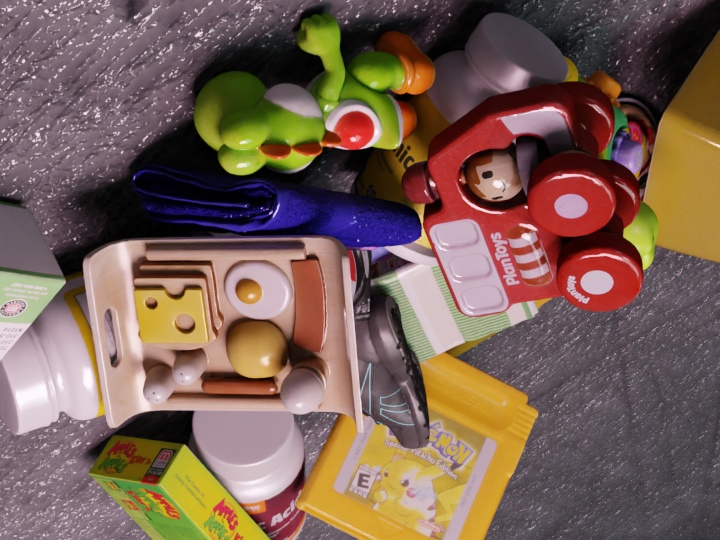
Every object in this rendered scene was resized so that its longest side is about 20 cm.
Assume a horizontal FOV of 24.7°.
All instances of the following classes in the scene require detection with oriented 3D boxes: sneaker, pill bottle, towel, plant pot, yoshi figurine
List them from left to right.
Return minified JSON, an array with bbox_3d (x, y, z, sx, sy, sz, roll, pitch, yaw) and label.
[{"bbox_3d":[-0.195,0.050,1.303,0.199,0.114,0.114,-20,149,-23],"label":"pill bottle"},{"bbox_3d":[-0.110,0.193,1.610,0.114,0.114,0.200,-25,151,-16],"label":"pill bottle"},{"bbox_3d":[-0.061,-0.043,1.276,0.200,0.147,0.050,6,93,-54],"label":"towel"},{"bbox_3d":[-0.045,-0.127,1.235,0.200,0.113,0.112,-22,-175,-43],"label":"yoshi figurine"},{"bbox_3d":[0.014,0.095,1.497,0.079,0.076,0.200,-13,135,8],"label":"sneaker"},{"bbox_3d":[0.055,0.034,1.505,0.199,0.023,0.153,-23,144,4],"label":"towel"},{"bbox_3d":[0.083,-0.109,1.350,0.111,0.111,0.200,-3,139,-44],"label":"pill bottle"},{"bbox_3d":[0.388,-0.113,1.517,0.200,0.176,0.200,-53,159,-25],"label":"plant pot"}]

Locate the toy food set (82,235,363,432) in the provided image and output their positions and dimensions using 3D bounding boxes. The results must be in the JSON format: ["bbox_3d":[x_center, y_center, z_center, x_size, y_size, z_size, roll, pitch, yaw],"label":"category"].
[{"bbox_3d":[-0.098,0.052,1.202,0.199,0.060,0.144,0,114,11],"label":"toy food set"}]

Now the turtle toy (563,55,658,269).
[{"bbox_3d":[0.189,-0.086,1.408,0.101,0.201,0.146,-7,159,-21],"label":"turtle toy"}]

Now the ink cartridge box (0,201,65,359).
[{"bbox_3d":[-0.331,0.039,1.174,0.200,0.084,0.146,-48,148,23],"label":"ink cartridge box"}]

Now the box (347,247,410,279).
[{"bbox_3d":[0.000,0.000,1.506,0.200,0.039,0.137,-27,152,-12],"label":"box"}]

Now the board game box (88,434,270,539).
[{"bbox_3d":[-0.157,0.238,1.556,0.200,0.101,0.048,54,53,-35],"label":"board game box"}]

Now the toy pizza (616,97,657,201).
[{"bbox_3d":[0.238,-0.064,1.564,0.200,0.032,0.201,-26,125,-43],"label":"toy pizza"}]

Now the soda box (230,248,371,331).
[{"bbox_3d":[-0.044,0.013,1.322,0.070,0.064,0.200,2,-179,12],"label":"soda box"}]

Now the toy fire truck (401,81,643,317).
[{"bbox_3d":[0.124,-0.049,1.273,0.167,0.112,0.200,-12,132,18],"label":"toy fire truck"}]

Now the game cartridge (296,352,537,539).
[{"bbox_3d":[0.058,0.176,1.586,0.200,0.176,0.032,-64,-179,-19],"label":"game cartridge"}]

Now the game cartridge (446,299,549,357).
[{"bbox_3d":[0.140,0.021,1.654,0.176,0.032,0.200,-28,164,-20],"label":"game cartridge"}]
